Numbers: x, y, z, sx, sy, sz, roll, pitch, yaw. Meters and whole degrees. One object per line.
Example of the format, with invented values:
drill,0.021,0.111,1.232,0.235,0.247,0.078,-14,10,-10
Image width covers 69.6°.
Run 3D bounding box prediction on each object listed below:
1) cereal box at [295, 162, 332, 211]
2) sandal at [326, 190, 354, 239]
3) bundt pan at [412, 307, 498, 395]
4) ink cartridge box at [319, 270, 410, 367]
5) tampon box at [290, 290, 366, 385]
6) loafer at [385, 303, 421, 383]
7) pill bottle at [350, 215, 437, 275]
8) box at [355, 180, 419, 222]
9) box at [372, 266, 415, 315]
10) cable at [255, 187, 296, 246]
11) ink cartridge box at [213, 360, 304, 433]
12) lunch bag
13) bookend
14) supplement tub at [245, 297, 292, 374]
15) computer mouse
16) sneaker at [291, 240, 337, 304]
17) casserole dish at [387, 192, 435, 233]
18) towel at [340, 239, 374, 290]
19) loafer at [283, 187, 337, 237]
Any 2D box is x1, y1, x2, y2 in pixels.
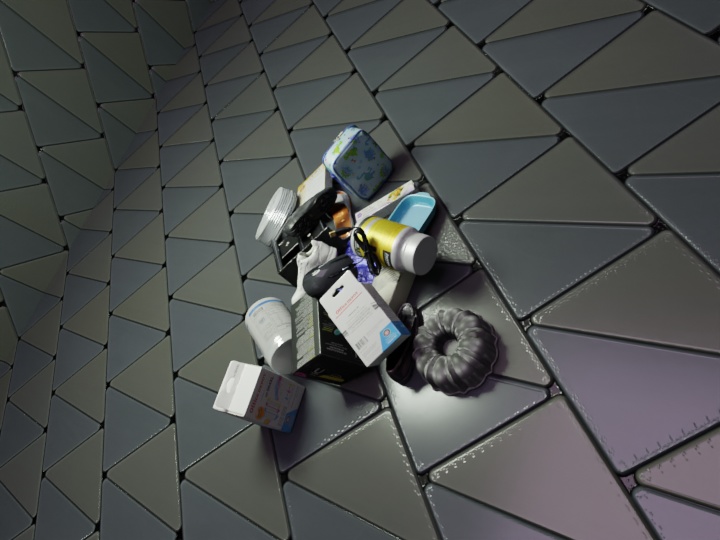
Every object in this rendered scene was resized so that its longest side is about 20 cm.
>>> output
cereal box,-0.150,-0.246,1.670,0.144,0.039,0.201,-37,34,28
sandal,-0.069,-0.186,1.597,0.079,0.059,0.207,-34,48,16
bundt pan,0.200,0.170,1.157,0.201,0.076,0.203,-20,52,28
ink cartridge box,0.009,0.109,1.210,0.116,0.067,0.200,-45,68,17
tampon box,-0.081,0.163,1.309,0.126,0.149,0.201,-39,43,37
loafer,0.100,0.166,1.244,0.072,0.063,0.201,-7,59,34
pill bottle,0.082,-0.061,1.270,0.199,0.114,0.115,21,77,41
box,0.078,-0.189,1.499,0.199,0.041,0.039,-29,48,22
box,0.076,0.050,1.332,0.082,0.068,0.201,6,67,38
cable,-0.275,-0.176,1.695,0.201,0.069,0.200,-62,17,1
ink cartridge box,-0.267,0.324,1.335,0.125,0.200,0.129,0,64,38
lunch bag,-0.009,-0.315,1.532,0.161,0.200,0.082,-51,45,0
bookend,-0.158,-0.080,1.549,0.200,0.092,0.199,-41,33,11
supplement tub,-0.230,0.178,1.447,0.132,0.132,0.200,-48,46,3
computer mouse,-0.060,-0.022,1.233,0.199,0.046,0.141,-20,94,7
sneaker,-0.149,0.004,1.447,0.201,0.099,0.075,-58,18,10
casserole dish,0.131,-0.126,1.404,0.121,0.039,0.201,16,65,43
towel,0.000,0.000,1.436,0.147,0.050,0.201,-7,60,36
loafer,-0.149,-0.177,1.523,0.201,0.068,0.070,-47,35,-20
